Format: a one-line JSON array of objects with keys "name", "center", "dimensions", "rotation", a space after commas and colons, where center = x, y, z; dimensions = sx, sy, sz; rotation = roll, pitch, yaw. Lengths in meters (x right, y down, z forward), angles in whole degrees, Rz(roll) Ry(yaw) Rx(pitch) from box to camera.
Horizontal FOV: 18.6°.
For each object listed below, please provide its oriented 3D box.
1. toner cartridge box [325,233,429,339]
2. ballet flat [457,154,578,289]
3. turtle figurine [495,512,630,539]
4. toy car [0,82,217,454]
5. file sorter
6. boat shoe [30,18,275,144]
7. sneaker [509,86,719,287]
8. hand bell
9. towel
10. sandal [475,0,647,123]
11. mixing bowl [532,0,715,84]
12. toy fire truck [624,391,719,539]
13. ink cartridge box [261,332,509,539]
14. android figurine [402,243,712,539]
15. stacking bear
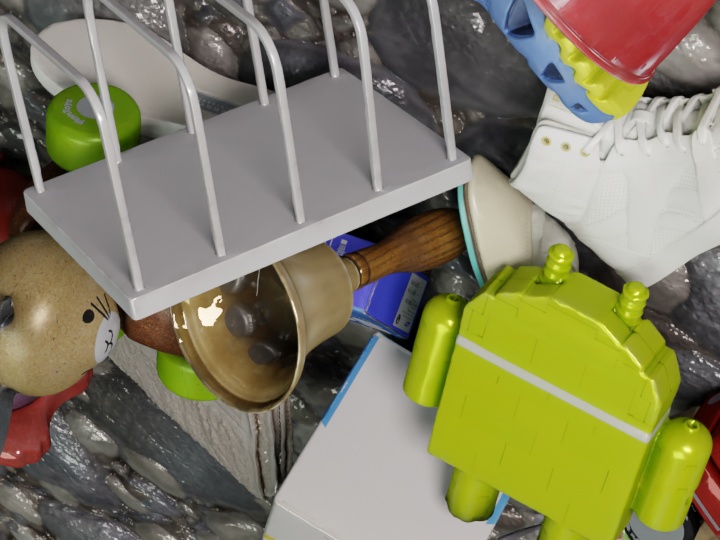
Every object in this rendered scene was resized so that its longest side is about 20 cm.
[{"name": "toner cartridge box", "center": [-0.065, -0.014, 1.342], "dimensions": [0.199, 0.043, 0.095], "rotation": [18, 173, 20]}, {"name": "ballet flat", "center": [0.100, 0.009, 1.271], "dimensions": [0.069, 0.070, 0.201], "rotation": [14, 142, 24]}, {"name": "turtle figurine", "center": [0.138, 0.222, 1.396], "dimensions": [0.144, 0.200, 0.194], "rotation": [46, 154, 7]}, {"name": "toy car", "center": [-0.156, 0.025, 1.222], "dimensions": [0.157, 0.200, 0.165], "rotation": [22, 133, 16]}, {"name": "file sorter", "center": [-0.066, -0.090, 1.124], "dimensions": [0.139, 0.199, 0.125], "rotation": [40, 145, 49]}, {"name": "boat shoe", "center": [-0.105, -0.088, 1.309], "dimensions": [0.199, 0.072, 0.069], "rotation": [17, 141, 6]}, {"name": "sneaker", "center": [0.149, -0.067, 1.127], "dimensions": [0.115, 0.074, 0.200], "rotation": [35, 146, -8]}, {"name": "hand bell", "center": [0.000, 0.000, 1.222], "dimensions": [0.104, 0.199, 0.105], "rotation": [19, 118, 40]}, {"name": "towel", "center": [-0.116, 0.057, 1.449], "dimensions": [0.200, 0.034, 0.133], "rotation": [38, 146, 33]}, {"name": "sandal", "center": [0.073, -0.159, 1.079], "dimensions": [0.087, 0.079, 0.201], "rotation": [-18, 109, 50]}, {"name": "mixing bowl", "center": [0.111, -0.193, 0.937], "dimensions": [0.108, 0.201, 0.200], "rotation": [-33, 111, 23]}, {"name": "toy fire truck", "center": [0.267, 0.150, 1.238], "dimensions": [0.199, 0.129, 0.177], "rotation": [-27, 102, 40]}, {"name": "ink cartridge box", "center": [0.018, 0.152, 1.410], "dimensions": [0.125, 0.129, 0.200], "rotation": [30, 159, 4]}, {"name": "android figurine", "center": [0.108, 0.075, 1.221], "dimensions": [0.181, 0.041, 0.201], "rotation": [26, 130, 18]}, {"name": "stacking bear", "center": [-0.251, 0.016, 1.508], "dimensions": [0.113, 0.122, 0.201], "rotation": [17, 132, 10]}]
